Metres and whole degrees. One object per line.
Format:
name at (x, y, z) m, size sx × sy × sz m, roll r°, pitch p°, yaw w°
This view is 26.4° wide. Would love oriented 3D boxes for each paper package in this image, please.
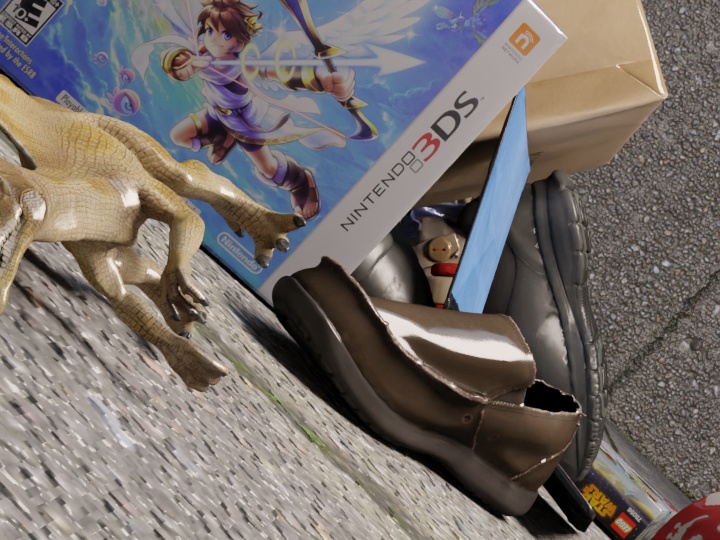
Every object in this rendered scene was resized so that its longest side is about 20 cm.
paper package at (0.083, -0.116, 0.995) m, size 0.200 × 0.189 × 0.104 m, roll 104°, pitch -27°, yaw -82°

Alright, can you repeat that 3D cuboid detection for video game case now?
video game case at (-0.040, -0.106, 0.680) m, size 0.200 × 0.181 × 0.045 m, roll 41°, pitch 4°, yaw -17°

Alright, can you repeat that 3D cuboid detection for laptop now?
laptop at (0.107, 0.029, 0.854) m, size 0.200 × 0.116 × 0.187 m, roll 53°, pitch -1°, yaw 13°

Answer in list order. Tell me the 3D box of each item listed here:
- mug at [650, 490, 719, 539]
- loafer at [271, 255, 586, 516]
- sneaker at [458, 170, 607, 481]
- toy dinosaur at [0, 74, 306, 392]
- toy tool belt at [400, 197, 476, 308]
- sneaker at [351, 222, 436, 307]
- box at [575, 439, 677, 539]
mug at (0.157, 0.164, 0.491) m, size 0.132 × 0.179 × 0.200 m, roll 6°, pitch 5°, yaw -6°
loafer at (0.035, 0.040, 0.675) m, size 0.073 × 0.071 × 0.200 m, roll 46°, pitch 5°, yaw 41°
sneaker at (0.113, 0.040, 1.009) m, size 0.076 × 0.090 × 0.202 m, roll -2°, pitch 83°, yaw -77°
toy dinosaur at (-0.072, -0.025, 0.422) m, size 0.101 × 0.058 × 0.200 m, roll 40°, pitch 5°, yaw -19°
toy tool belt at (0.074, -0.021, 1.225) m, size 0.124 × 0.124 × 0.200 m, roll 4°, pitch -3°, yaw 6°
sneaker at (0.000, 0.000, 0.867) m, size 0.091 × 0.076 × 0.200 m, roll 52°, pitch 9°, yaw -11°
box at (0.144, 0.121, 1.132) m, size 0.200 × 0.040 × 0.137 m, roll 45°, pitch 5°, yaw 19°
